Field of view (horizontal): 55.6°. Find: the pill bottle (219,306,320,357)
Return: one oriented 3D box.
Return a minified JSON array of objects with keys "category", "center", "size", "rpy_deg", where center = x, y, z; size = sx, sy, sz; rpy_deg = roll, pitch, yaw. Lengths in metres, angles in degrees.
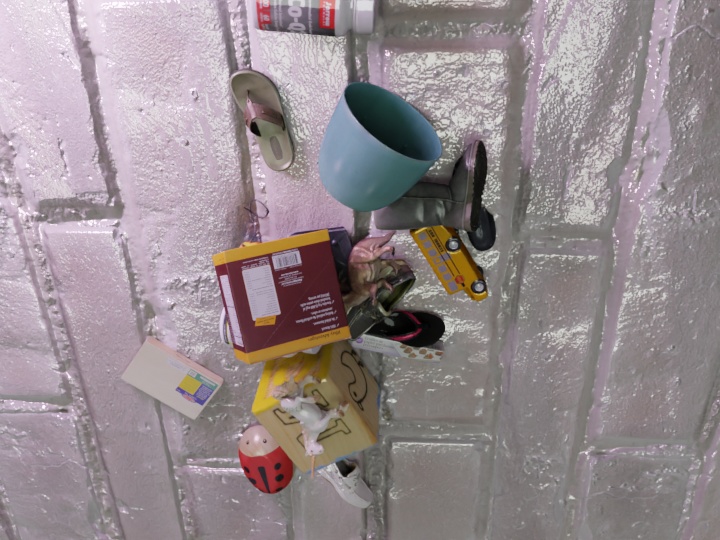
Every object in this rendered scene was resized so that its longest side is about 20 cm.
[{"category":"pill bottle","center":[-0.180,0.117,1.405],"size":[0.198,0.112,0.113],"rpy_deg":[7,120,17]}]

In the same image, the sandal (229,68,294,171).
[{"category":"sandal","center":[-0.174,-0.272,1.247],"size":[0.079,0.057,0.202],"rpy_deg":[-17,116,13]}]

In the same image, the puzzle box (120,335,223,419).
[{"category":"puzzle box","center":[-0.431,0.249,1.567],"size":[0.199,0.025,0.133],"rpy_deg":[34,115,-14]}]

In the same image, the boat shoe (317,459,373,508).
[{"category":"boat shoe","center":[-0.031,0.496,1.647],"size":[0.069,0.071,0.200],"rpy_deg":[-38,109,23]}]

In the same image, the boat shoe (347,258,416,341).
[{"category":"boat shoe","center":[0.035,0.068,1.383],"size":[0.201,0.066,0.072],"rpy_deg":[-50,132,8]}]

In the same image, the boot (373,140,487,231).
[{"category":"boot","center":[0.128,-0.157,1.273],"size":[0.199,0.072,0.183],"rpy_deg":[8,83,32]}]

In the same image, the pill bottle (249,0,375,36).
[{"category":"pill bottle","center":[-0.073,-0.444,1.115],"size":[0.198,0.114,0.115],"rpy_deg":[5,119,2]}]

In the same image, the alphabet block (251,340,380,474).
[{"category":"alphabet block","center":[-0.088,0.276,1.465],"size":[0.195,0.196,0.201],"rpy_deg":[-28,114,16]}]

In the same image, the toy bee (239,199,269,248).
[{"category":"toy bee","center":[-0.212,-0.019,1.356],"size":[0.130,0.109,0.201],"rpy_deg":[-17,114,41]}]

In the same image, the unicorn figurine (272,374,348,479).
[{"category":"unicorn figurine","center":[-0.094,0.285,1.329],"size":[0.137,0.074,0.200],"rpy_deg":[-34,98,30]}]

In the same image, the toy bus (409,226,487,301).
[{"category":"toy bus","center":[0.179,-0.024,1.353],"size":[0.078,0.065,0.201],"rpy_deg":[-27,113,17]}]

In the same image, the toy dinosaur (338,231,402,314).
[{"category":"toy dinosaur","center":[0.000,0.000,1.335],"size":[0.135,0.086,0.201],"rpy_deg":[15,81,26]}]

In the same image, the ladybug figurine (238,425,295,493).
[{"category":"ladybug figurine","center":[-0.226,0.465,1.643],"size":[0.135,0.072,0.201],"rpy_deg":[-11,117,9]}]

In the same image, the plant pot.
[{"category":"plant pot","center":[0.018,-0.202,1.202],"size":[0.200,0.201,0.161],"rpy_deg":[29,127,-12]}]

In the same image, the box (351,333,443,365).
[{"category":"box","center":[0.081,0.159,1.474],"size":[0.198,0.042,0.039],"rpy_deg":[12,119,-4]}]

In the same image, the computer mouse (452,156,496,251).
[{"category":"computer mouse","center":[0.219,-0.123,1.315],"size":[0.058,0.034,0.201],"rpy_deg":[-16,116,13]}]

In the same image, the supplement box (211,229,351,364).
[{"category":"supplement box","center":[-0.145,0.046,1.251],"size":[0.196,0.133,0.202],"rpy_deg":[-13,93,-20]}]

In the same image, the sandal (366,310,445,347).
[{"category":"sandal","center":[0.080,0.116,1.431],"size":[0.198,0.045,0.076],"rpy_deg":[9,78,2]}]

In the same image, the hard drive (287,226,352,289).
[{"category":"hard drive","center":[-0.070,0.006,1.399],"size":[0.134,0.042,0.201],"rpy_deg":[-7,118,7]}]
